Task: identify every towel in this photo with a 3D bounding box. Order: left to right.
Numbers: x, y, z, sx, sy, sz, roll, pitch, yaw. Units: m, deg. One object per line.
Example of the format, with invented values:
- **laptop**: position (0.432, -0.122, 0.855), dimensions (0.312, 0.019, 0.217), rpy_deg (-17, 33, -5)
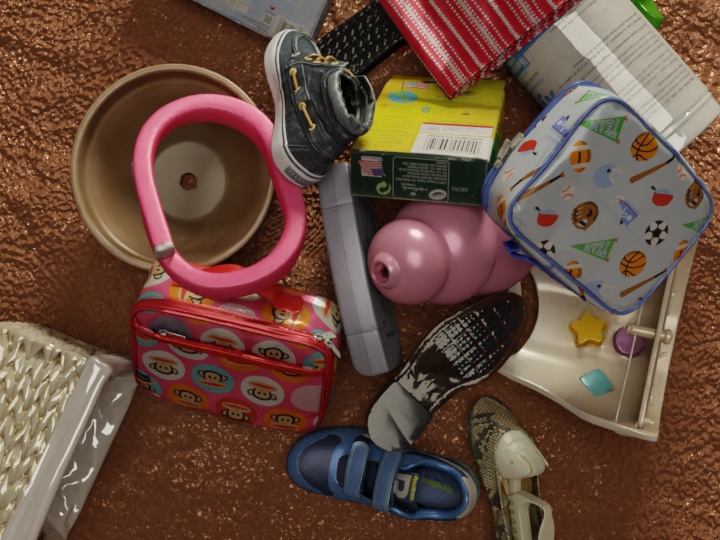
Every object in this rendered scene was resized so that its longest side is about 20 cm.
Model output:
- **towel**: position (0.118, -0.273, 0.906), dimensions (0.199, 0.022, 0.145), rpy_deg (-36, 90, 25)

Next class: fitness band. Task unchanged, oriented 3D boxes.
- **fitness band**: position (-0.127, -0.071, 0.877), dimensions (0.142, 0.038, 0.201), rpy_deg (-14, 66, -13)

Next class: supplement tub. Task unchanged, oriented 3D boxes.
- **supplement tub**: position (0.241, -0.190, 0.966), dimensions (0.132, 0.132, 0.200), rpy_deg (-40, 87, -3)

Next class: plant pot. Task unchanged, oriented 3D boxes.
- **plant pot**: position (-0.179, -0.094, 0.977), dimensions (0.199, 0.093, 0.203), rpy_deg (0, 85, -1)

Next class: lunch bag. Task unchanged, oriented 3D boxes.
- **lunch bag**: position (-0.115, 0.064, 0.927), dimensions (0.198, 0.177, 0.082), rpy_deg (13, 47, 1)
- **lunch bag**: position (0.204, -0.059, 0.860), dimensions (0.200, 0.076, 0.161), rpy_deg (36, 99, -29)

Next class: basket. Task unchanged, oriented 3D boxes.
- **basket**: position (-0.314, 0.157, 0.941), dimensions (0.123, 0.136, 0.201), rpy_deg (23, 86, 3)

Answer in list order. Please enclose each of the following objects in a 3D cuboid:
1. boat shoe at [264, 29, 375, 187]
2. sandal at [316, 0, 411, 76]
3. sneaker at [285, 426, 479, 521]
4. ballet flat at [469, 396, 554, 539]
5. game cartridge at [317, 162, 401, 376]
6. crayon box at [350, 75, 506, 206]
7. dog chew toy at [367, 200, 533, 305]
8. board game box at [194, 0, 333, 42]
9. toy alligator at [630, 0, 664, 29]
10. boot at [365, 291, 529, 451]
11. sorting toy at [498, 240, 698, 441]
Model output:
- **boat shoe**: position (-0.033, -0.172, 0.909), dimensions (0.091, 0.071, 0.201), rpy_deg (-35, 43, 29)
- **sandal**: position (0.041, -0.260, 1.018), dimensions (0.199, 0.045, 0.076), rpy_deg (-30, 82, 11)
- **sneaker**: position (0.024, 0.201, 0.966), dimensions (0.198, 0.082, 0.075), rpy_deg (9, 89, 1)
- **ballet flat**: position (0.160, 0.224, 0.967), dimensions (0.067, 0.075, 0.202), rpy_deg (-7, 86, -29)
- **game cartridge**: position (0.000, 0.000, 0.951), dimensions (0.040, 0.133, 0.202), rpy_deg (-12, 86, 6)
- **crayon box**: position (0.072, -0.131, 0.947), dimensions (0.126, 0.200, 0.051), rpy_deg (6, 122, 12)
- **dog chew toy**: position (0.084, -0.024, 0.926), dimensions (0.199, 0.124, 0.125), rpy_deg (-22, 86, -44)
- **board game box**: position (-0.101, -0.352, 0.984), dimensions (0.199, 0.041, 0.201), rpy_deg (27, 109, 1)
- **toy alligator**: position (0.246, -0.322, 1.016), dimensions (0.054, 0.059, 0.200), rpy_deg (-30, 67, -36)
- **boot**: position (0.077, 0.093, 0.971), dimensions (0.200, 0.097, 0.075), rpy_deg (-40, 93, -8)
- **sorting toy**: position (0.222, 0.054, 0.972), dimensions (0.179, 0.107, 0.202), rpy_deg (13, 78, 16)
